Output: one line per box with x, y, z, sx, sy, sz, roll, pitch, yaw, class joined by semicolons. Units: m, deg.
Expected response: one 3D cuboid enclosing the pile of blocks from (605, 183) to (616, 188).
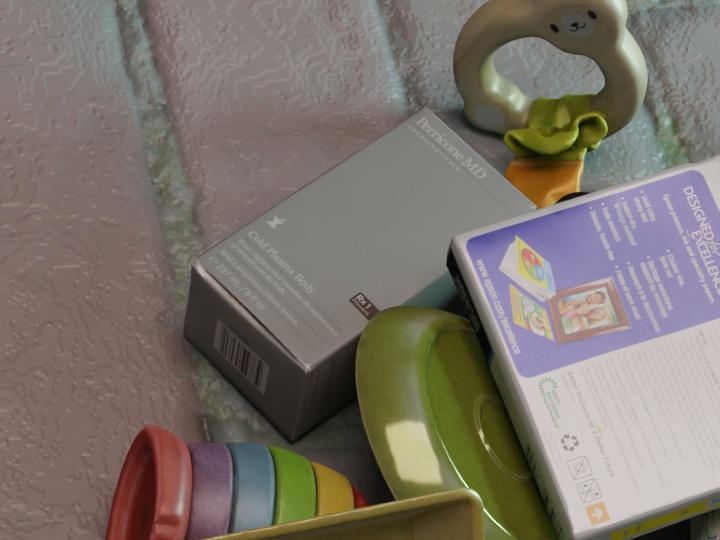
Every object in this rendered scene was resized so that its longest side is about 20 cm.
0.213;0.015;1.807;0.082;0.062;0.200;-11;33;-26;pile of blocks

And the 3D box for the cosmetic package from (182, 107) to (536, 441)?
0.000;0.000;1.773;0.107;0.090;0.200;41;60;19;cosmetic package

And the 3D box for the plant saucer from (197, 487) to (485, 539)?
-0.031;0.216;1.579;0.200;0.200;0.048;-9;21;-19;plant saucer

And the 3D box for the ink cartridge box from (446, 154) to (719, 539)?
0.176;0.043;1.690;0.200;0.047;0.198;-16;68;-13;ink cartridge box

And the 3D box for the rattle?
0.112;-0.120;1.810;0.130;0.200;0.143;31;55;9;rattle

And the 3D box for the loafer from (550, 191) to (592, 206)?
0.144;0.037;1.755;0.071;0.073;0.200;7;52;-39;loafer

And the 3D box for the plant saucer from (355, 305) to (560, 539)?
0.074;0.102;1.681;0.200;0.031;0.200;39;32;-30;plant saucer

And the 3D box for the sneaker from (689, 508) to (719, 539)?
0.217;0.174;1.702;0.074;0.087;0.200;18;55;-3;sneaker

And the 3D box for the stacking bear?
-0.036;0.159;1.644;0.200;0.122;0.114;13;41;-15;stacking bear
